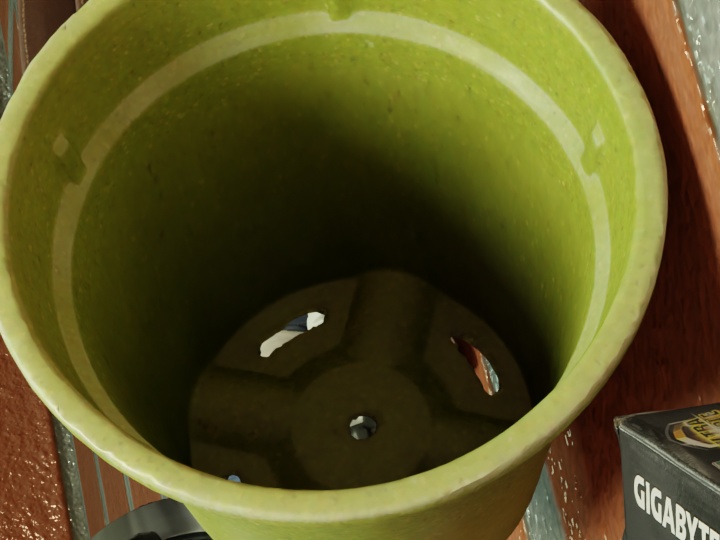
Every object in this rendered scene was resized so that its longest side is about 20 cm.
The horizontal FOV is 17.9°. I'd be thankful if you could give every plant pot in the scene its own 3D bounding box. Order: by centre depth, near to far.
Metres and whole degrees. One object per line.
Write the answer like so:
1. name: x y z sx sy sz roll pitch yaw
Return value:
1. plant pot: -0.006 0.020 0.741 0.184 0.199 0.201 82 174 -62

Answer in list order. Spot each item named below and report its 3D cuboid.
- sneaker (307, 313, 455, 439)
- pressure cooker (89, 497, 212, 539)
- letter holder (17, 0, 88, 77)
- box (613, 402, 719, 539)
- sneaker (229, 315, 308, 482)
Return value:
1. sneaker: 0.000 0.000 0.968 0.081 0.075 0.201 99 161 -79
2. pressure cooker: -0.083 0.214 1.201 0.200 0.175 0.180 -161 58 -79
3. letter holder: -0.099 -0.110 1.164 0.101 0.141 0.201 111 149 -66
4. box: 0.121 0.150 0.563 0.200 0.049 0.200 -144 47 -72
5. sneaker: -0.053 0.051 1.199 0.200 0.080 0.147 175 83 -83
